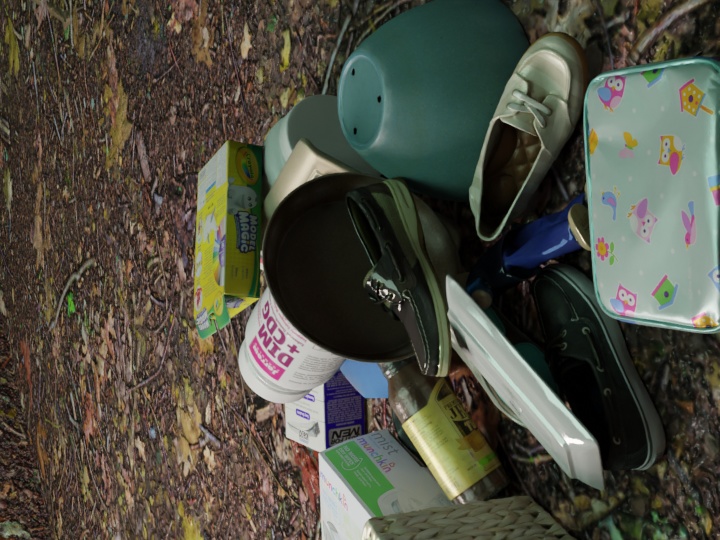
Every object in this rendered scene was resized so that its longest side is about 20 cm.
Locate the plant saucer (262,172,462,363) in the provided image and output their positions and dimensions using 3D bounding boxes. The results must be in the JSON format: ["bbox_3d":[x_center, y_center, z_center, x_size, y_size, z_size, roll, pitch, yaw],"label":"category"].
[{"bbox_3d":[0.000,0.000,1.078,0.035,0.198,0.203,122,135,-60],"label":"plant saucer"}]

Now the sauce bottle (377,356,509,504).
[{"bbox_3d":[0.071,0.144,1.122,0.201,0.064,0.065,56,144,10],"label":"sauce bottle"}]

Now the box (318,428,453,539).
[{"bbox_3d":[0.042,0.303,1.204,0.200,0.096,0.179,42,141,50],"label":"box"}]

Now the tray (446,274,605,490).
[{"bbox_3d":[0.132,0.098,0.945,0.200,0.022,0.108,51,173,33],"label":"tray"}]

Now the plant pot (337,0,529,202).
[{"bbox_3d":[0.057,-0.164,1.082,0.199,0.133,0.203,14,107,59],"label":"plant pot"}]

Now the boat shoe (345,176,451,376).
[{"bbox_3d":[0.033,0.009,1.030,0.074,0.064,0.202,100,157,-58],"label":"boat shoe"}]

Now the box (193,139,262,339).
[{"bbox_3d":[-0.148,-0.030,1.251,0.117,0.048,0.203,150,125,-62],"label":"box"}]

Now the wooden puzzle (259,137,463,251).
[{"bbox_3d":[-0.012,-0.033,1.202,0.185,0.198,0.037,-52,10,51],"label":"wooden puzzle"}]

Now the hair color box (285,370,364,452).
[{"bbox_3d":[-0.047,0.115,1.386,0.109,0.064,0.203,9,101,60],"label":"hair color box"}]

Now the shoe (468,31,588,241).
[{"bbox_3d":[0.144,-0.112,0.984,0.069,0.053,0.202,25,127,9],"label":"shoe"}]

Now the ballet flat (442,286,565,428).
[{"bbox_3d":[0.135,0.087,1.071,0.201,0.067,0.064,56,167,42],"label":"ballet flat"}]

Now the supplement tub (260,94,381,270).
[{"bbox_3d":[-0.065,-0.096,1.305,0.200,0.139,0.142,-48,54,53],"label":"supplement tub"}]

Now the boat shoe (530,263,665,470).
[{"bbox_3d":[0.191,0.078,0.957,0.202,0.056,0.069,66,146,30],"label":"boat shoe"}]

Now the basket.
[{"bbox_3d":[0.097,0.295,1.022,0.123,0.197,0.137,-133,46,-54],"label":"basket"}]

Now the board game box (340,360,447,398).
[{"bbox_3d":[0.030,0.057,1.206,0.199,0.039,0.160,-9,106,52],"label":"board game box"}]

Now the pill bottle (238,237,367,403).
[{"bbox_3d":[-0.055,0.055,1.175,0.200,0.112,0.115,-55,49,51],"label":"pill bottle"}]

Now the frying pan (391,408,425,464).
[{"bbox_3d":[0.055,0.125,1.244,0.115,0.031,0.192,-49,55,50],"label":"frying pan"}]

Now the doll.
[{"bbox_3d":[0.138,-0.009,0.992,0.048,0.137,0.200,45,142,-8],"label":"doll"}]

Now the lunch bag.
[{"bbox_3d":[0.236,-0.060,0.833,0.160,0.076,0.203,6,99,62],"label":"lunch bag"}]
